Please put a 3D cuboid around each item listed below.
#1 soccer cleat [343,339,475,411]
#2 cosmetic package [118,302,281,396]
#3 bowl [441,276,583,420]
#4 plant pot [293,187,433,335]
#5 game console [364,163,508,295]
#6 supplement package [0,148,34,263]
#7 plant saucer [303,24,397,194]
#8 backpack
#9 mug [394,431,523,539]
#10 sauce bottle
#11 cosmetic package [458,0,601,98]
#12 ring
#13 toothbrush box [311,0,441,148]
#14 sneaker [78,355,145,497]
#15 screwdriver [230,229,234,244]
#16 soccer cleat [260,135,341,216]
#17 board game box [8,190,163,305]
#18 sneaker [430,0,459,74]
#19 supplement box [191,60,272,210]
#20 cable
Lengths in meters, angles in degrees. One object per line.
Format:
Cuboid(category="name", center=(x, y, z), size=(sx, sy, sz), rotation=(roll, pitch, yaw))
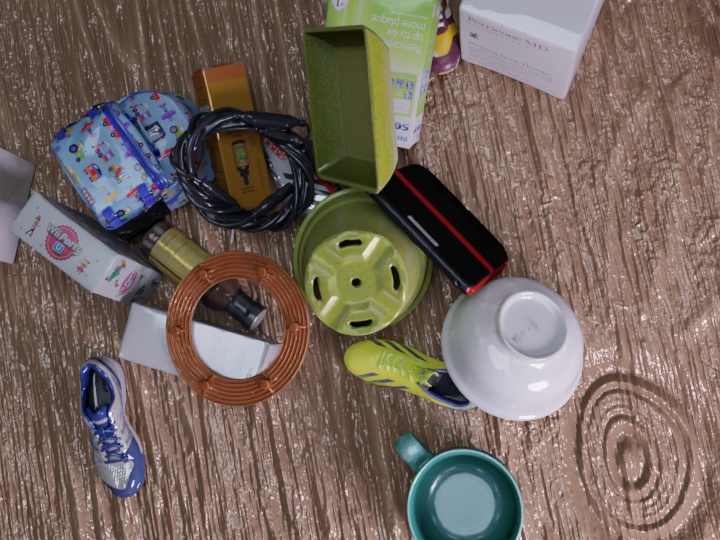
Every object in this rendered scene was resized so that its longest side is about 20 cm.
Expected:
Cuboid(category="soccer cleat", center=(0.072, 0.137, 1.373), size=(0.197, 0.084, 0.066), rotation=(18, 86, 8))
Cuboid(category="cosmetic package", center=(-0.219, 0.110, 1.396), size=(0.197, 0.113, 0.082), rotation=(17, 87, 6))
Cuboid(category="bowl", center=(0.211, 0.087, 1.324), size=(0.198, 0.091, 0.204), rotation=(5, 64, -9))
Cuboid(category="plant pot", center=(0.000, 0.000, 1.321), size=(0.197, 0.184, 0.204), rotation=(0, 100, 2))
Cuboid(category="game console", center=(0.104, -0.059, 1.352), size=(0.200, 0.176, 0.031), rotation=(46, 120, 9))
Cuboid(category="supplement package", center=(-0.602, -0.110, 1.444), size=(0.197, 0.151, 0.154), rotation=(11, 85, 8))
Cuboid(category="plant saucer", center=(-0.008, -0.212, 1.302), size=(0.047, 0.199, 0.203), rotation=(-11, 105, -23))
Cuboid(category="backpack", center=(-0.306, -0.165, 1.429), size=(0.199, 0.135, 0.184), rotation=(-32, 82, -1))
Cuboid(category="mug", center=(0.134, 0.294, 1.332), size=(0.150, 0.114, 0.188), rotation=(-12, 81, 5))
Cuboid(category="sauce bottle", center=(-0.220, 0.011, 1.432), size=(0.199, 0.065, 0.065), rotation=(39, 89, 8))
Cuboid(category="cosmetic package", center=(0.236, -0.360, 1.356), size=(0.166, 0.200, 0.168), rotation=(23, 86, 9))
Cuboid(category="ring", center=(-0.163, 0.076, 1.318), size=(0.197, 0.019, 0.204), rotation=(0, 88, 12))
Cuboid(category="toothbrush box", center=(0.022, -0.285, 1.395), size=(0.143, 0.086, 0.203), rotation=(13, 108, 9))
Cuboid(category="sneaker", center=(-0.357, 0.220, 1.410), size=(0.074, 0.088, 0.203), rotation=(-17, 83, 2))
Cuboid(category="screwdriver", center=(-0.175, -0.139, 1.462), size=(0.029, 0.028, 0.203), rotation=(-5, 80, 35))
Cuboid(category="soccer cleat", center=(-0.094, -0.122, 1.433), size=(0.200, 0.069, 0.085), rotation=(43, 85, 5))
Cuboid(category="board game box", center=(-0.368, -0.024, 1.383), size=(0.147, 0.200, 0.065), rotation=(36, 86, 10))
Cuboid(category="sneaker", center=(0.092, -0.379, 1.430), size=(0.074, 0.090, 0.203), rotation=(-16, 81, 4))
Cuboid(category="supplement box", center=(-0.178, -0.184, 1.413), size=(0.066, 0.069, 0.203), rotation=(-15, 98, -23))
Cuboid(category="cable", center=(-0.160, -0.135, 1.368), size=(0.197, 0.051, 0.166), rotation=(2, 102, -18))
